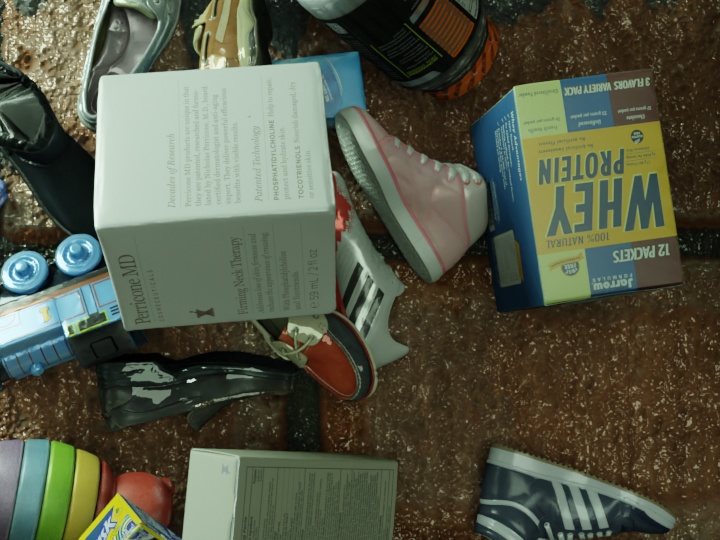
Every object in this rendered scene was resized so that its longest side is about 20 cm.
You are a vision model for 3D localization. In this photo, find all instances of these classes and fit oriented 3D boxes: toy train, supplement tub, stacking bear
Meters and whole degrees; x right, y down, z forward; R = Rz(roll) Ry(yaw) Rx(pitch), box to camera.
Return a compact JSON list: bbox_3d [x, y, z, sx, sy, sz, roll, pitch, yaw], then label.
[{"bbox_3d":[-0.302,0.045,1.224,0.197,0.087,0.115,-20,59,-7],"label":"toy train"},{"bbox_3d":[0.038,-0.256,1.242,0.199,0.122,0.124,34,82,-39],"label":"supplement tub"},{"bbox_3d":[-0.275,0.220,1.220,0.197,0.114,0.123,11,50,-16],"label":"stacking bear"}]

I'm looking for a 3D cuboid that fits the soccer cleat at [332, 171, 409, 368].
[{"bbox_3d":[0.000,0.000,1.289,0.084,0.069,0.203,-9,91,-16],"label":"soccer cleat"}]

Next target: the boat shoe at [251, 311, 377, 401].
[{"bbox_3d":[-0.065,0.052,1.246,0.200,0.062,0.071,48,119,16],"label":"boat shoe"}]

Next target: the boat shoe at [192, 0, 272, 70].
[{"bbox_3d":[-0.126,-0.231,1.232,0.073,0.201,0.076,-14,127,5],"label":"boat shoe"}]

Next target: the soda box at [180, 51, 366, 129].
[{"bbox_3d":[-0.097,-0.170,1.283,0.197,0.068,0.065,-8,87,-7],"label":"soda box"}]

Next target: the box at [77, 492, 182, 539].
[{"bbox_3d":[-0.170,0.294,1.201,0.070,0.064,0.200,-49,125,-6],"label":"box"}]

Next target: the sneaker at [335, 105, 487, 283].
[{"bbox_3d":[0.058,-0.096,1.279,0.104,0.075,0.201,-36,112,-10],"label":"sneaker"}]

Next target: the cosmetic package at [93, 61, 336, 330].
[{"bbox_3d":[-0.125,-0.065,1.151,0.197,0.168,0.168,-5,57,-3],"label":"cosmetic package"}]

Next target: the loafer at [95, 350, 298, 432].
[{"bbox_3d":[-0.158,0.119,1.263,0.197,0.073,0.074,-1,95,3],"label":"loafer"}]

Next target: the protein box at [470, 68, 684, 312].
[{"bbox_3d":[0.201,-0.069,1.244,0.133,0.200,0.202,-8,87,-7],"label":"protein box"}]

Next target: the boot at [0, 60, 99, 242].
[{"bbox_3d":[-0.291,-0.103,1.208,0.076,0.168,0.200,-43,92,-7],"label":"boot"}]

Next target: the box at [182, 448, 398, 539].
[{"bbox_3d":[-0.063,0.218,1.208,0.198,0.077,0.097,11,83,-42],"label":"box"}]

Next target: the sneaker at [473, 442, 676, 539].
[{"bbox_3d":[0.209,0.255,1.289,0.197,0.070,0.110,19,80,2],"label":"sneaker"}]

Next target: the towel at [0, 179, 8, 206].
[{"bbox_3d":[-0.463,-0.084,1.264,0.199,0.024,0.145,38,86,-1],"label":"towel"}]

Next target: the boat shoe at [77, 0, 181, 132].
[{"bbox_3d":[-0.229,-0.235,1.274,0.074,0.065,0.204,22,84,-5],"label":"boat shoe"}]
